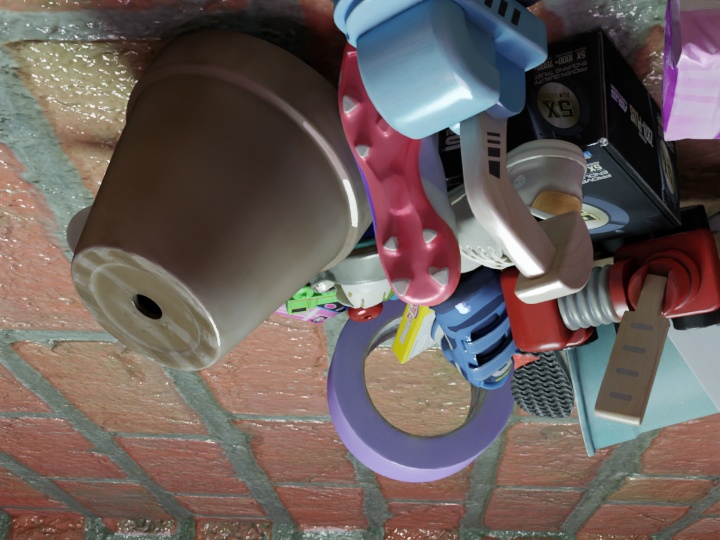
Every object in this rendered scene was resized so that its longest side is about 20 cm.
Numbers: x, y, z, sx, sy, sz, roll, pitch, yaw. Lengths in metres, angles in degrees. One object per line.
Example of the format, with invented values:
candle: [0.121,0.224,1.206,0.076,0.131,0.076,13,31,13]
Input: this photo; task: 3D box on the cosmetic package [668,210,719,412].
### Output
cosmetic package: [0.344,0.043,0.972,0.150,0.201,0.052,-38,171,27]

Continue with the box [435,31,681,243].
box: [0.122,-0.082,0.883,0.197,0.087,0.163,-11,156,30]

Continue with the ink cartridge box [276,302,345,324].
ink cartridge box: [-0.099,0.009,1.215,0.198,0.038,0.094,18,153,-30]

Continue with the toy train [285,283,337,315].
toy train: [-0.051,0.017,1.160,0.197,0.042,0.057,-8,149,-9]

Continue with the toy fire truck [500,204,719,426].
toy fire truck: [0.189,0.036,0.907,0.174,0.131,0.199,-11,-176,29]

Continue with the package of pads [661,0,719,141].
package of pads: [0.292,-0.138,0.734,0.197,0.077,0.121,-1,157,9]

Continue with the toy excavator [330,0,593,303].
toy excavator: [0.064,-0.098,0.688,0.099,0.203,0.193,-17,152,42]

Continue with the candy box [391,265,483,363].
candy box: [0.087,0.021,1.096,0.101,0.027,0.201,-28,161,-18]

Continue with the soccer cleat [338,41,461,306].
soccer cleat: [0.029,-0.076,0.789,0.066,0.203,0.076,-11,-178,10]

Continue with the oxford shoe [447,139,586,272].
oxford shoe: [0.095,-0.029,0.823,0.074,0.059,0.200,8,159,-20]

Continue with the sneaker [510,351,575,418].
sneaker: [0.185,0.064,1.179,0.069,0.094,0.201,2,137,30]

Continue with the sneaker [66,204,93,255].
sneaker: [-0.146,-0.010,0.999,0.196,0.075,0.116,2,163,-4]

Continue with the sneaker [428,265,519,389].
sneaker: [0.109,0.053,1.034,0.073,0.083,0.200,-32,163,-4]

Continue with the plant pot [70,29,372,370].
plant pot: [-0.107,-0.035,0.808,0.197,0.174,0.202,19,141,16]

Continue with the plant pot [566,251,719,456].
plant pot: [0.295,0.062,1.112,0.193,0.203,0.200,-11,157,12]

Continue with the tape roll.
tape roll: [0.064,0.121,1.249,0.196,0.203,0.085,4,161,-6]

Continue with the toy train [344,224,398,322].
toy train: [0.056,-0.031,1.051,0.114,0.086,0.200,-6,156,-25]

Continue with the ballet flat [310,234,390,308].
ballet flat: [0.000,0.000,0.967,0.066,0.065,0.200,-16,-173,-15]
